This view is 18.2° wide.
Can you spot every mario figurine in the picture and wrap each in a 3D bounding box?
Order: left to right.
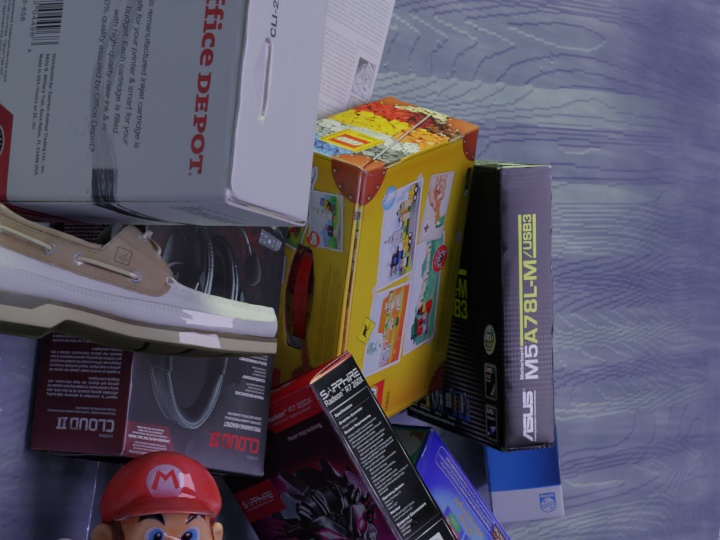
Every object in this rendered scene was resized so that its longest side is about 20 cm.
[{"bbox_3d":[-0.114,0.205,1.285,0.123,0.105,0.202,-9,103,-58],"label":"mario figurine"}]

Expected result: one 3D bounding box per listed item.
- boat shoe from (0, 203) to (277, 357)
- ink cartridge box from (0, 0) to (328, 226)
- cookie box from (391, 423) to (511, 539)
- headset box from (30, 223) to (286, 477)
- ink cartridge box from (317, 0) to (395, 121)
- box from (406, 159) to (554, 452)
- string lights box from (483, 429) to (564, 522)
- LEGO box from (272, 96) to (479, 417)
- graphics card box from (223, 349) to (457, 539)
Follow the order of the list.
[{"bbox_3d":[-0.136,0.007,1.257,0.198,0.075,0.069,11,78,-24],"label":"boat shoe"},{"bbox_3d":[-0.123,-0.102,1.254,0.084,0.199,0.146,15,79,-56],"label":"ink cartridge box"},{"bbox_3d":[0.022,0.238,1.609,0.172,0.075,0.201,55,47,-42],"label":"cookie box"},{"bbox_3d":[-0.121,0.040,1.377,0.148,0.077,0.202,17,75,-56],"label":"headset box"},{"bbox_3d":[-0.033,-0.155,1.527,0.109,0.050,0.202,22,81,-56],"label":"ink cartridge box"},{"bbox_3d":[0.081,0.018,1.598,0.047,0.200,0.195,-5,97,-19],"label":"box"},{"bbox_3d":[0.119,0.082,1.736,0.103,0.058,0.202,-78,162,-76],"label":"string lights box"},{"bbox_3d":[0.000,0.000,1.515,0.149,0.077,0.202,-23,126,-53],"label":"LEGO box"},{"bbox_3d":[-0.008,0.165,1.449,0.051,0.125,0.201,-34,95,-45],"label":"graphics card box"}]
